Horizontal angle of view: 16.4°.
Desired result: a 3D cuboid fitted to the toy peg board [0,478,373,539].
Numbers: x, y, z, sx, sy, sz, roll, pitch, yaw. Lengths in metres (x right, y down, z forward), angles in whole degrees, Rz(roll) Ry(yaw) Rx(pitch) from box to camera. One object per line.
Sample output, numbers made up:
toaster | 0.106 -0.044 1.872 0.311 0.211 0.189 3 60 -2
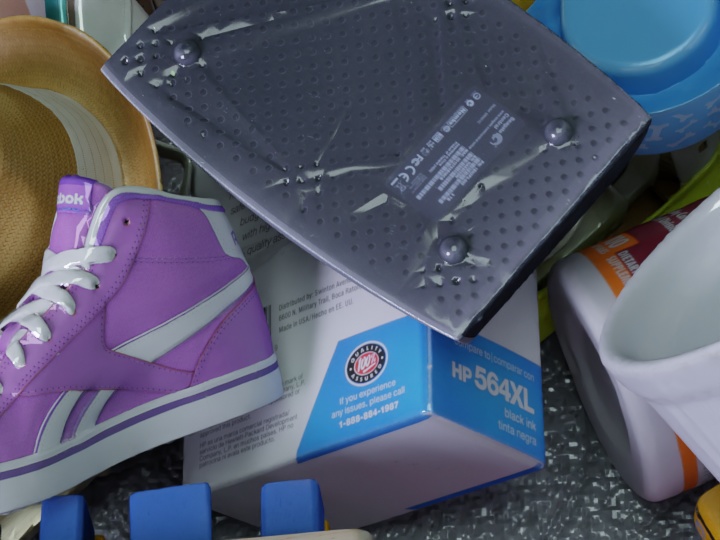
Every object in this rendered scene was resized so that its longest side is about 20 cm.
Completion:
toy peg board | -0.085 0.146 1.016 0.198 0.200 0.098 -6 48 3

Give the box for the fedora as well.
fedora | -0.181 -0.026 1.070 0.199 0.082 0.202 -7 76 29

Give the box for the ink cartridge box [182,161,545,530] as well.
ink cartridge box | 0.000 0.000 1.095 0.145 0.084 0.201 -22 57 38

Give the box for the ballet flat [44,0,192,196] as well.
ballet flat | -0.110 -0.064 1.133 0.069 0.069 0.201 -5 73 3

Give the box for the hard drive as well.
hard drive | 0.006 -0.065 1.020 0.200 0.042 0.135 37 76 23

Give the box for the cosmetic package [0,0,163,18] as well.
cosmetic package | -0.199 -0.173 1.223 0.198 0.104 0.088 -1 63 6

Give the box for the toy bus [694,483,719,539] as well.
toy bus | 0.242 0.088 1.067 0.199 0.078 0.065 -26 66 -7

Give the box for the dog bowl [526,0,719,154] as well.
dog bowl | 0.123 -0.138 1.088 0.111 0.050 0.201 -6 58 14

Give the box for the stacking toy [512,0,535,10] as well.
stacking toy | 0.071 -0.156 1.196 0.145 0.146 0.202 -11 83 0

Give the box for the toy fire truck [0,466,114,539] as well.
toy fire truck | -0.153 0.057 1.136 0.199 0.049 0.141 -30 66 -10

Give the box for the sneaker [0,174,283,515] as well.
sneaker | -0.128 0.026 0.984 0.200 0.072 0.115 -23 105 -38

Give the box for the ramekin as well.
ramekin | 0.197 0.010 0.938 0.200 0.200 0.098 -40 102 -14

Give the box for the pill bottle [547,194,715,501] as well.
pill bottle | 0.192 0.012 1.089 0.199 0.114 0.115 -23 64 -6

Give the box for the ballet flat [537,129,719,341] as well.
ballet flat | 0.119 -0.038 1.146 0.200 0.067 0.067 -41 66 -14
